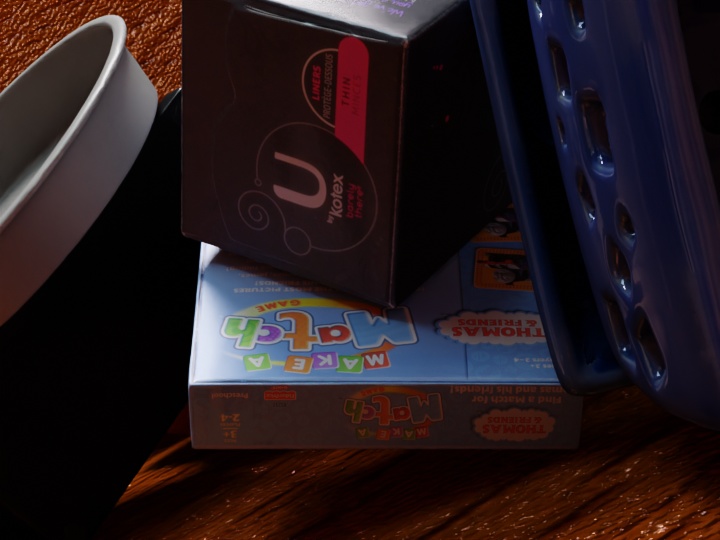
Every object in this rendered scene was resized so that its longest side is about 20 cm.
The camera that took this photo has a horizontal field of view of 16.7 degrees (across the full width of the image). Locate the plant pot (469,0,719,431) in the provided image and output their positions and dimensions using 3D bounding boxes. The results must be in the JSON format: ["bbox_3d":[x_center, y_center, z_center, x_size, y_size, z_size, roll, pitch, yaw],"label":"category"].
[{"bbox_3d":[0.155,-0.059,0.878,0.199,0.201,0.180,-14,1,-20],"label":"plant pot"}]

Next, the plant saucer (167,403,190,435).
[{"bbox_3d":[0.000,0.000,1.232,0.200,0.037,0.200,-45,-6,38],"label":"plant saucer"}]

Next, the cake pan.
[{"bbox_3d":[-0.163,-0.029,1.108,0.200,0.037,0.200,-42,20,19],"label":"cake pan"}]

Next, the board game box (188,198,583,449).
[{"bbox_3d":[0.008,0.002,1.012,0.151,0.037,0.200,0,32,-1],"label":"board game box"}]

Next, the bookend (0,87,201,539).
[{"bbox_3d":[-0.148,0.026,1.171,0.199,0.092,0.200,-56,21,-19],"label":"bookend"}]

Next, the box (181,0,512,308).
[{"bbox_3d":[0.022,-0.092,1.012,0.106,0.123,0.200,19,37,25],"label":"box"}]
